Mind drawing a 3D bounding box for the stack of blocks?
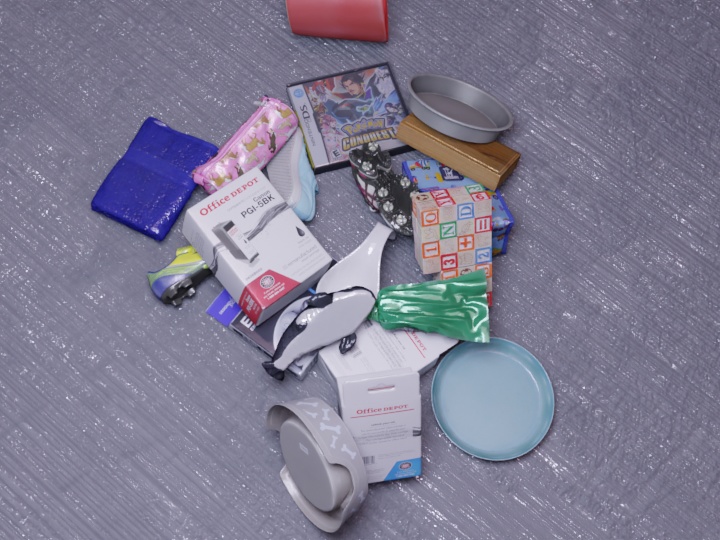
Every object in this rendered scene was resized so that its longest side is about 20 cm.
[{"bbox_3d":[0.148,-0.030,1.537,0.114,0.201,0.059,-10,32,-7],"label":"stack of blocks"}]

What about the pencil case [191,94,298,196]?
[{"bbox_3d":[-0.193,-0.201,1.608,0.086,0.083,0.200,43,78,-17],"label":"pencil case"}]

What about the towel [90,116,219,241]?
[{"bbox_3d":[-0.347,-0.154,1.632,0.147,0.050,0.201,25,65,9],"label":"towel"}]

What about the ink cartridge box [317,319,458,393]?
[{"bbox_3d":[0.044,0.132,1.529,0.199,0.068,0.116,-32,73,-16],"label":"ink cartridge box"}]

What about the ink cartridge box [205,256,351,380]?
[{"bbox_3d":[-0.118,0.045,1.567,0.199,0.043,0.199,34,68,11],"label":"ink cartridge box"}]

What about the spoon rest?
[{"bbox_3d":[0.000,0.000,1.543,0.099,0.061,0.201,26,63,6],"label":"spoon rest"}]

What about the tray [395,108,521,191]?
[{"bbox_3d":[0.170,-0.217,1.663,0.199,0.037,0.099,31,41,13],"label":"tray"}]

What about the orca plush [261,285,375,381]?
[{"bbox_3d":[-0.065,0.089,1.481,0.105,0.071,0.200,36,98,-21],"label":"orca plush"}]

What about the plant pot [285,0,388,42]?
[{"bbox_3d":[-0.043,-0.508,1.739,0.175,0.201,0.202,-3,67,4],"label":"plant pot"}]

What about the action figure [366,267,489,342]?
[{"bbox_3d":[0.098,0.059,1.496,0.198,0.055,0.119,-1,71,-2],"label":"action figure"}]

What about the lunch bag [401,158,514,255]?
[{"bbox_3d":[0.159,-0.122,1.649,0.149,0.094,0.201,-7,54,-10],"label":"lunch bag"}]

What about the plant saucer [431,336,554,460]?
[{"bbox_3d":[0.209,0.205,1.534,0.198,0.027,0.202,2,67,-5],"label":"plant saucer"}]

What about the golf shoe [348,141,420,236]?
[{"bbox_3d":[0.047,-0.125,1.611,0.077,0.088,0.201,-20,58,-15],"label":"golf shoe"}]

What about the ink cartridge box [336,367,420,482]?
[{"bbox_3d":[0.027,0.215,1.413,0.115,0.201,0.068,-7,34,-7],"label":"ink cartridge box"}]

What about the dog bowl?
[{"bbox_3d":[-0.062,0.275,1.396,0.058,0.200,0.201,-24,70,-30],"label":"dog bowl"}]

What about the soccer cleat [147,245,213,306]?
[{"bbox_3d":[-0.259,-0.024,1.574,0.200,0.065,0.084,-36,65,-19],"label":"soccer cleat"}]

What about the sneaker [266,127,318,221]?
[{"bbox_3d":[-0.111,-0.164,1.653,0.074,0.082,0.201,-25,47,29],"label":"sneaker"}]

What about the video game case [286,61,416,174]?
[{"bbox_3d":[-0.015,-0.276,1.721,0.198,0.026,0.182,-15,69,-11],"label":"video game case"}]

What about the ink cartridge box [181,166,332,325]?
[{"bbox_3d":[-0.164,-0.040,1.512,0.146,0.083,0.200,-36,81,-25],"label":"ink cartridge box"}]

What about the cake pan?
[{"bbox_3d":[0.170,-0.283,1.682,0.198,0.037,0.201,15,32,-10],"label":"cake pan"}]
